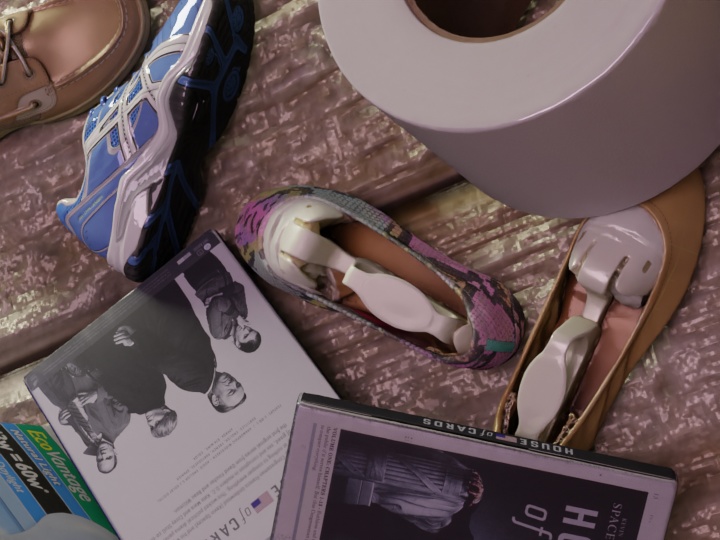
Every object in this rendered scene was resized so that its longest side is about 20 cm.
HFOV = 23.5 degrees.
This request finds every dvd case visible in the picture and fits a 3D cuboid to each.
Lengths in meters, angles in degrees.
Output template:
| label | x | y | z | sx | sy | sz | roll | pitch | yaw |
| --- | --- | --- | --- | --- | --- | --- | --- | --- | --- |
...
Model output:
| label | x | y | z | sx | sy | sz | roll | pitch | yaw |
| --- | --- | --- | --- | --- | --- | --- | --- | --- | --- |
| dvd case | 0.052 | 0.156 | 0.910 | 0.199 | 0.025 | 0.151 | 12 | 105 | 2 |
| dvd case | -0.093 | 0.088 | 1.004 | 0.150 | 0.025 | 0.200 | -38 | 58 | -2 |

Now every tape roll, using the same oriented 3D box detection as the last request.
| label | x | y | z | sx | sy | sz | roll | pitch | yaw |
| --- | --- | --- | --- | --- | --- | --- | --- | --- | --- |
| tape roll | 0.096 | -0.142 | 0.894 | 0.202 | 0.139 | 0.204 | -10 | 69 | 27 |

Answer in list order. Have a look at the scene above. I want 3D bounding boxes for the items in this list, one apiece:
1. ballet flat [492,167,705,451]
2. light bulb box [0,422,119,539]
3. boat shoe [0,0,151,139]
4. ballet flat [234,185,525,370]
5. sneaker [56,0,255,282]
| label | x | y | z | sx | sy | sz | roll | pitch | yaw |
| --- | --- | --- | --- | --- | --- | --- | --- | --- | --- |
| ballet flat | 0.128 | 0.025 | 0.928 | 0.068 | 0.063 | 0.201 | 25 | 97 | 25 |
| light bulb box | -0.211 | 0.191 | 0.985 | 0.198 | 0.200 | 0.125 | 44 | 108 | 32 |
| boat shoe | -0.224 | -0.127 | 1.108 | 0.199 | 0.064 | 0.072 | -27 | 75 | 22 |
| ballet flat | 0.000 | 0.000 | 0.987 | 0.199 | 0.071 | 0.069 | 27 | 98 | 25 |
| sneaker | -0.126 | -0.097 | 1.052 | 0.077 | 0.076 | 0.201 | 25 | 96 | 21 |
